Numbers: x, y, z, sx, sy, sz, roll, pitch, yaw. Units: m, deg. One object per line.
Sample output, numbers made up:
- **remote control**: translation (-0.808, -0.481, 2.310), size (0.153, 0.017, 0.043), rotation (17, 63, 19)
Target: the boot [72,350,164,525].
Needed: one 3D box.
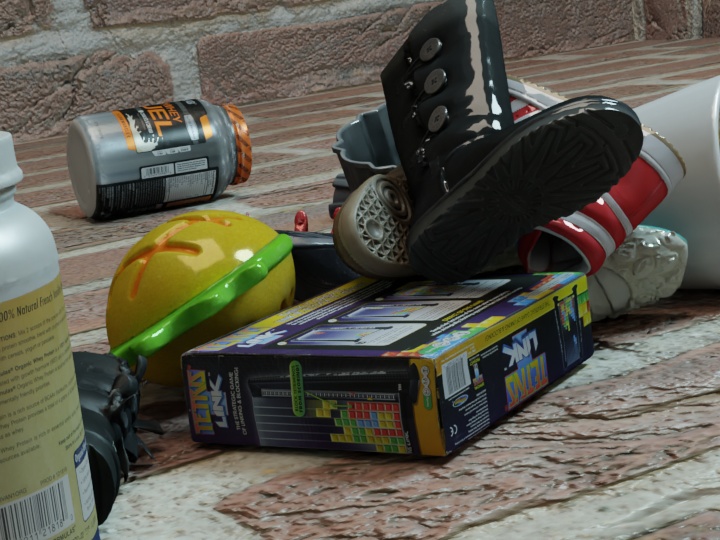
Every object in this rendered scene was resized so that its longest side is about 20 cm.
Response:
- **boot**: translation (-0.205, 0.086, 0.819), size (0.197, 0.074, 0.163), rotation (0, 13, -4)

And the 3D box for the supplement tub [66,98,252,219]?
- **supplement tub**: translation (-0.236, -0.135, 1.858), size (0.199, 0.123, 0.122), rotation (-12, 12, -24)

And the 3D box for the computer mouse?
- **computer mouse**: translation (0.000, 0.000, 1.218), size (0.199, 0.053, 0.138), rotation (3, 5, -19)

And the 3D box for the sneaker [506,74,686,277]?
- **sneaker**: translation (0.104, -0.059, 1.035), size (0.200, 0.071, 0.113), rotation (23, 68, 47)

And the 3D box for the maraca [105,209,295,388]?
- **maraca**: translation (-0.101, 0.020, 0.979), size (0.137, 0.107, 0.200), rotation (-36, 5, 5)

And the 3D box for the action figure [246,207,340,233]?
- **action figure**: translation (-0.075, -0.022, 1.378), size (0.065, 0.052, 0.200), rotation (2, 16, 22)

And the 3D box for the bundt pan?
- **bundt pan**: translation (0.080, -0.090, 1.326), size (0.201, 0.076, 0.202), rotation (-10, 23, 4)

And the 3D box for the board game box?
- **board game box**: translation (0.021, 0.050, 0.913), size (0.165, 0.057, 0.200), rotation (-2, 11, 32)

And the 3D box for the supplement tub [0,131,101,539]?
- **supplement tub**: translation (-0.190, 0.050, 0.652), size (0.144, 0.201, 0.144), rotation (-6, 11, 1)

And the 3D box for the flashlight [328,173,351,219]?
- **flashlight**: translation (0.067, -0.058, 1.437), size (0.199, 0.068, 0.068), rotation (5, 49, 35)

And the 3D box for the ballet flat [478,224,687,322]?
- **ballet flat**: translation (0.122, 0.013, 1.059), size (0.199, 0.072, 0.072), rotation (-3, 11, 30)

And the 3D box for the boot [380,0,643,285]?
- **boot**: translation (0.088, -0.106, 0.987), size (0.164, 0.066, 0.201), rotation (-32, 34, 23)

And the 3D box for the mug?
- **mug**: translation (0.215, -0.038, 1.132), size (0.152, 0.187, 0.150), rotation (-11, 40, 29)

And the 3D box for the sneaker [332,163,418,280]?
- **sneaker**: translation (0.018, -0.024, 1.043), size (0.075, 0.071, 0.200), rotation (-36, 0, 26)
